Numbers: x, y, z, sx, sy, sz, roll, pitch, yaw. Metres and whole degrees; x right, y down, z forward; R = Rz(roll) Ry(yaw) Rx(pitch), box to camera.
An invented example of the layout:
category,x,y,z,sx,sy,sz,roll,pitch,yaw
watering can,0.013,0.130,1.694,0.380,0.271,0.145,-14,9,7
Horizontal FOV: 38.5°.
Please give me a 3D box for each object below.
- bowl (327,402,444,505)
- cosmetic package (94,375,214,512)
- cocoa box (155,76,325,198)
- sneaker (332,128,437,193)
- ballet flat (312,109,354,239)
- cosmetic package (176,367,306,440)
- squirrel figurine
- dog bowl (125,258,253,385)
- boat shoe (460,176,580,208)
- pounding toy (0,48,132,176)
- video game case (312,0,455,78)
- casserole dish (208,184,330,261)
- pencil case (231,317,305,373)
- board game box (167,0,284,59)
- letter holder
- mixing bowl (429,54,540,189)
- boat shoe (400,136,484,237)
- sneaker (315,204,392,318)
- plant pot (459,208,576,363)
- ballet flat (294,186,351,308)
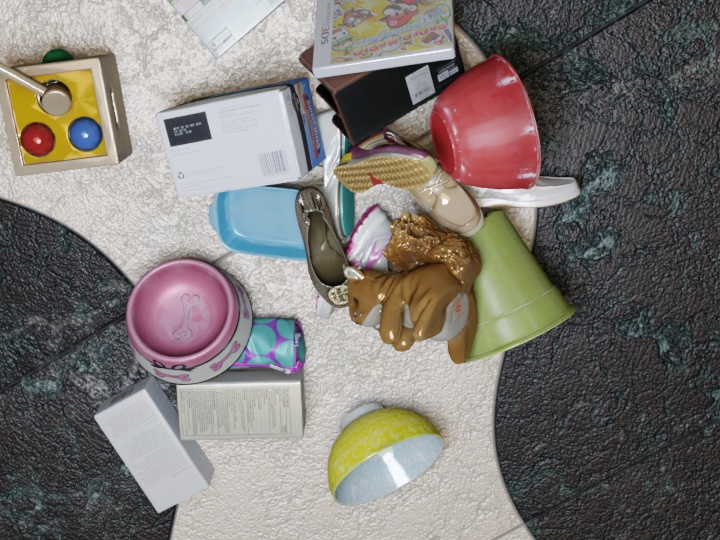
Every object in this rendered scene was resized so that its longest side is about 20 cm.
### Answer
category,x,y,z,sx,sy,sz,roll,pitch,yaw
bowl,0.024,0.280,1.668,0.200,0.200,0.108,-36,60,9
cosmetic package,-0.337,0.285,1.702,0.101,0.071,0.200,-27,103,7
cocoa box,-0.172,-0.196,1.517,0.200,0.131,0.134,-8,106,18
sneaker,0.044,-0.168,1.481,0.075,0.200,0.090,47,63,-31
ballet flat,-0.044,-0.150,1.591,0.069,0.069,0.200,0,101,0
cosmetic package,-0.190,0.213,1.673,0.200,0.087,0.104,0,104,1
squirrel figurine,0.072,0.019,1.507,0.186,0.141,0.200,15,87,38
dog bowl,-0.270,0.071,1.589,0.200,0.074,0.201,-2,69,4
boat shoe,0.237,-0.135,1.583,0.200,0.071,0.069,-3,107,3
pounding toy,-0.457,-0.248,1.519,0.184,0.142,0.200,-7,106,2
video game case,0.033,-0.357,1.467,0.200,0.182,0.023,-6,144,11
casserole dish,-0.135,-0.080,1.593,0.200,0.039,0.121,7,120,14
pencil case,-0.190,0.123,1.647,0.200,0.093,0.085,-2,150,2
board game box,-0.220,-0.434,1.508,0.147,0.064,0.200,-38,103,9
letter holder,0.029,-0.301,1.517,0.200,0.142,0.101,-31,135,-8
mixing bowl,0.165,-0.197,1.472,0.108,0.200,0.201,-17,105,-9
boat shoe,0.103,-0.127,1.531,0.074,0.069,0.200,-44,60,0
sneaker,0.000,0.000,1.617,0.088,0.081,0.200,33,104,-7
plant pot,0.199,0.014,1.581,0.200,0.200,0.190,-26,91,7
ballet flat,-0.052,-0.030,1.540,0.067,0.046,0.200,-17,111,-3
